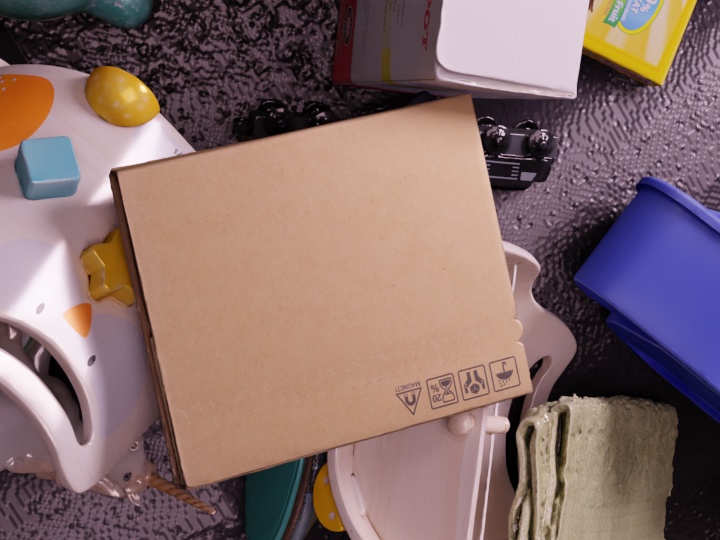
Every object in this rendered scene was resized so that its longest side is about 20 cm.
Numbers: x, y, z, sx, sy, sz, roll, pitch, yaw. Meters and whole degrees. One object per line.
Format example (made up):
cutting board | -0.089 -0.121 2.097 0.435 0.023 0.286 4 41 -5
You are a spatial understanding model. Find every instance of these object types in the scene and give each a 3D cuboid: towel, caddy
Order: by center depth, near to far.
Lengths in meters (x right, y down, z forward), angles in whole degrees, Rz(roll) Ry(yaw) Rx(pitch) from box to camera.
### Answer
caddy | 0.221 0.025 1.230 0.105 0.200 0.141 -47 146 -3
towel | 0.135 0.143 1.234 0.200 0.036 0.150 2 94 -61

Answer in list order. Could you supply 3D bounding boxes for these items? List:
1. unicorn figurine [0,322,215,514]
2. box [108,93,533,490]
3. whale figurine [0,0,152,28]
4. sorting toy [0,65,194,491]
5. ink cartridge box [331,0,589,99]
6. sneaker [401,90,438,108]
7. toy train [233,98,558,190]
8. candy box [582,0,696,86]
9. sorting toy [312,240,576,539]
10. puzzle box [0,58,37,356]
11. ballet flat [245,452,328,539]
unicorn figurine | -0.193 0.083 1.154 0.198 0.074 0.138 -14 118 -10
box | -0.017 0.008 1.083 0.199 0.021 0.165 -14 95 -20
whale figurine | -0.139 -0.210 1.145 0.198 0.104 0.160 -14 98 -13
sorting toy | -0.146 0.012 1.090 0.200 0.106 0.181 47 47 -22
ink cartridge box | 0.055 -0.168 1.156 0.083 0.200 0.146 6 93 -17
sneaker | 0.000 0.000 1.146 0.078 0.066 0.201 33 91 2
toy train | 0.021 -0.070 1.243 0.198 0.034 0.046 3 106 -17
candy box | 0.175 -0.223 1.278 0.102 0.026 0.201 23 88 -20
sorting toy | 0.070 0.090 1.221 0.179 0.106 0.202 12 84 -53
puzzle box | -0.225 -0.015 1.178 0.133 0.025 0.201 33 85 -18
ballet flat | -0.024 0.070 1.226 0.074 0.074 0.202 3 97 -16
